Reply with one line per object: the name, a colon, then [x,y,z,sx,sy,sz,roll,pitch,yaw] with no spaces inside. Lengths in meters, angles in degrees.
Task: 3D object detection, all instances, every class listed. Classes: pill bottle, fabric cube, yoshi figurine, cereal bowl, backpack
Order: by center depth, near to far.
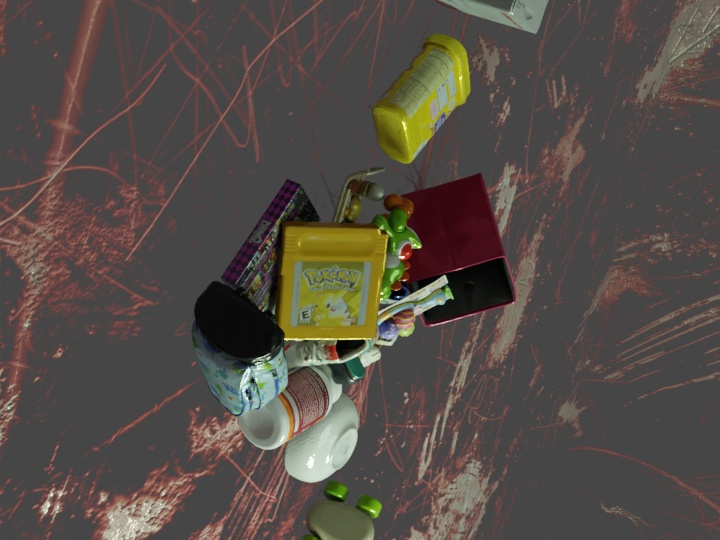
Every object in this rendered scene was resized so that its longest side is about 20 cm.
backpack: [-0.186,0.137,1.493,0.154,0.163,0.200,-50,157,-12]
yoshi figurine: [0.028,-0.038,1.665,0.112,0.111,0.201,45,43,-33]
pill bottle: [-0.122,0.236,1.716,0.200,0.112,0.114,-24,132,-53]
fabric cube: [0.184,-0.038,1.876,0.196,0.199,0.200,63,14,-57]
cereal bowl: [-0.065,0.349,1.952,0.200,0.083,0.201,-42,144,-40]

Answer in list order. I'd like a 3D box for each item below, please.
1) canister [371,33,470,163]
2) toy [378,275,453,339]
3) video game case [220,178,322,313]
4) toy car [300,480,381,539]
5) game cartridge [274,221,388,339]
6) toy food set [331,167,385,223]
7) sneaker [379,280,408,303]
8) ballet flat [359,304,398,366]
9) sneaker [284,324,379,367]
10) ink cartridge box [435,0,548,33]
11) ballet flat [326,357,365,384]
canister: [0.111,-0.312,1.732,0.200,0.086,0.149,-51,150,-24]
toy: [0.086,0.090,1.763,0.199,0.047,0.115,-31,156,-1]
video game case: [-0.135,-0.022,1.566,0.201,0.036,0.181,-58,154,-16]
toy car: [-0.047,0.600,2.138,0.201,0.157,0.165,93,21,-57]
game cartridge: [-0.049,0.019,1.551,0.175,0.032,0.201,0,115,-15]
toy food set: [-0.007,-0.086,1.679,0.143,0.060,0.201,-39,147,-75]
sneaker: [0.063,0.041,1.929,0.200,0.088,0.076,16,95,-65]
ballet flat: [0.030,0.149,1.985,0.200,0.063,0.069,-50,149,-29]
sneaker: [-0.065,0.131,1.658,0.093,0.198,0.071,-66,142,-76]
ink cartridge box: [0.212,-0.491,1.641,0.145,0.199,0.083,3,109,-62]
ballet flat: [-0.056,0.119,1.747,0.073,0.073,0.201,-8,75,-60]
